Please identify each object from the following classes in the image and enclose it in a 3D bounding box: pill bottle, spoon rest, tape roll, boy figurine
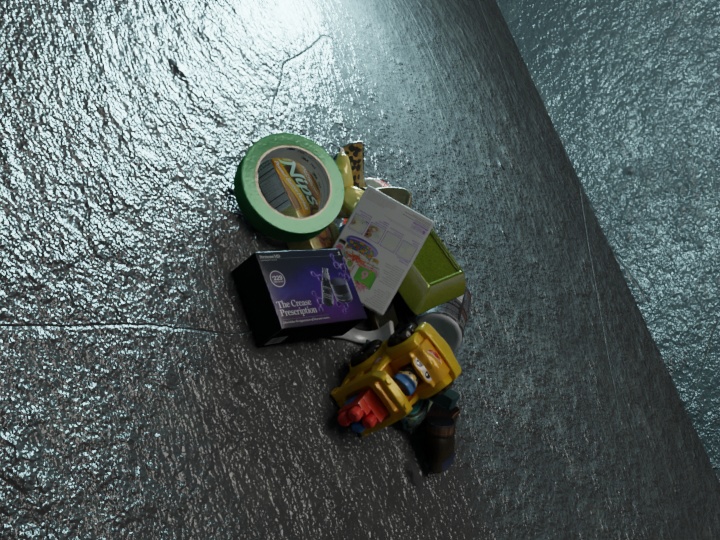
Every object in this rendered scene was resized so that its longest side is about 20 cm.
[{"bbox_3d":[0.174,0.082,1.854,0.106,0.106,0.200,51,29,-15],"label":"pill bottle"},{"bbox_3d":[-0.032,0.093,1.651,0.200,0.061,0.100,24,42,-28],"label":"spoon rest"},{"bbox_3d":[-0.129,-0.152,1.620,0.200,0.048,0.201,9,67,-23],"label":"tape roll"},{"bbox_3d":[-0.054,-0.182,1.754,0.200,0.125,0.064,42,25,25],"label":"boy figurine"}]

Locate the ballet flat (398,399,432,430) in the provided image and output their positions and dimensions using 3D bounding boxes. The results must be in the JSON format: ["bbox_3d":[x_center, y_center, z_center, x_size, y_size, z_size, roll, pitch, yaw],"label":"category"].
[{"bbox_3d":[0.120,0.230,1.717,0.074,0.074,0.200,52,47,-13],"label":"ballet flat"}]

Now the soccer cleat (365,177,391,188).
[{"bbox_3d":[0.068,-0.125,1.997,0.200,0.068,0.085,51,25,-25],"label":"soccer cleat"}]

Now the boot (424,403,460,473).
[{"bbox_3d":[0.153,0.321,1.732,0.200,0.074,0.097,-27,122,-78],"label":"boot"}]

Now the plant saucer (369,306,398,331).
[{"bbox_3d":[0.076,0.123,1.804,0.200,0.035,0.201,39,35,-34],"label":"plant saucer"}]

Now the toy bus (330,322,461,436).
[{"bbox_3d":[0.047,0.202,1.524,0.136,0.200,0.192,55,36,-6],"label":"toy bus"}]

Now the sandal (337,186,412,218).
[{"bbox_3d":[0.005,-0.140,1.789,0.054,0.199,0.081,93,0,-70],"label":"sandal"}]

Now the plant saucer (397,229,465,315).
[{"bbox_3d":[0.118,-0.025,1.765,0.199,0.048,0.200,-19,70,-53],"label":"plant saucer"}]

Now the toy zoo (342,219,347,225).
[{"bbox_3d":[0.009,-0.051,1.875,0.131,0.020,0.200,45,31,-25],"label":"toy zoo"}]

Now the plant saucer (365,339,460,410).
[{"bbox_3d":[0.089,0.196,1.643,0.200,0.070,0.019,31,63,12],"label":"plant saucer"}]

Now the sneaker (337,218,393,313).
[{"bbox_3d":[0.000,0.000,1.747,0.074,0.082,0.201,5,58,-61],"label":"sneaker"}]

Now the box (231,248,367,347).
[{"bbox_3d":[-0.102,0.042,1.511,0.200,0.079,0.142,-5,64,-46],"label":"box"}]

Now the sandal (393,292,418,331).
[{"bbox_3d":[0.083,0.119,1.724,0.048,0.075,0.201,-5,55,-17],"label":"sandal"}]

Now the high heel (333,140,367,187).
[{"bbox_3d":[0.020,-0.180,1.849,0.200,0.143,0.072,30,37,-23],"label":"high heel"}]

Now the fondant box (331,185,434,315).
[{"bbox_3d":[0.028,-0.036,1.666,0.144,0.200,0.058,30,-4,3],"label":"fondant box"}]

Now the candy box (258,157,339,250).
[{"bbox_3d":[-0.118,-0.122,1.700,0.115,0.055,0.201,-11,73,-60],"label":"candy box"}]
